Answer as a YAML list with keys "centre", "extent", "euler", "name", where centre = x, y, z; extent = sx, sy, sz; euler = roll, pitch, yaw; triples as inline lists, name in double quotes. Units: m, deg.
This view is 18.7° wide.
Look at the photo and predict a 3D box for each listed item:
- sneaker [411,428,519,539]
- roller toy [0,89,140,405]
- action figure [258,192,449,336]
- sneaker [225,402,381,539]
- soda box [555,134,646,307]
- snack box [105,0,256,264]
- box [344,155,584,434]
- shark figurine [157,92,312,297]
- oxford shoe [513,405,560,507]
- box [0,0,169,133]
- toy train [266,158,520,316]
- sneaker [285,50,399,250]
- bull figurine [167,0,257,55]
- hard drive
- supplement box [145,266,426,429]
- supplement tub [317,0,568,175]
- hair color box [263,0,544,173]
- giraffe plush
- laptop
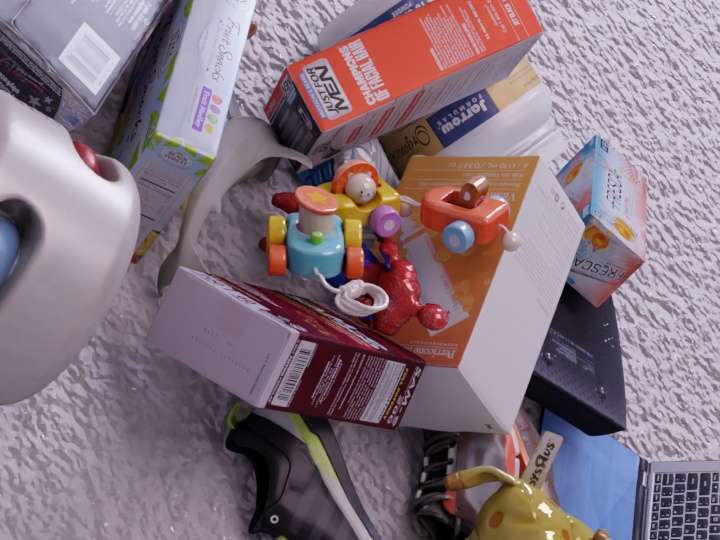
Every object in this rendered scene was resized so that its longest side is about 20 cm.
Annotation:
- centre: [0.077, 0.167, 1.713]
  extent: [0.082, 0.077, 0.201]
  euler: [-4, 68, -40]
  name: "sneaker"
- centre: [-0.243, -0.021, 1.411]
  extent: [0.140, 0.182, 0.200]
  euler: [32, 46, -27]
  name: "roller toy"
- centre: [0.000, 0.000, 1.654]
  extent: [0.052, 0.066, 0.200]
  euler: [11, 15, -40]
  name: "action figure"
- centre: [-0.042, 0.187, 1.599]
  extent: [0.083, 0.072, 0.201]
  euler: [-22, 83, -20]
  name: "sneaker"
- centre: [0.209, -0.046, 1.938]
  extent: [0.068, 0.064, 0.200]
  euler: [41, 22, -10]
  name: "soda box"
- centre: [-0.137, -0.124, 1.615]
  extent: [0.053, 0.142, 0.200]
  euler: [25, 48, -17]
  name: "snack box"
- centre: [0.077, 0.016, 1.711]
  extent: [0.098, 0.124, 0.200]
  euler: [52, 50, -43]
  name: "box"
- centre: [-0.084, -0.067, 1.640]
  extent: [0.089, 0.128, 0.215]
  euler: [11, 37, 12]
  name: "shark figurine"
- centre: [0.140, 0.186, 1.769]
  extent: [0.073, 0.071, 0.201]
  euler: [2, 64, -51]
  name: "oxford shoe"
- centre: [-0.230, -0.187, 1.586]
  extent: [0.132, 0.115, 0.200]
  euler: [45, 43, -18]
  name: "box"
- centre: [0.020, -0.039, 1.598]
  extent: [0.200, 0.150, 0.056]
  euler: [-30, 133, -48]
  name: "toy train"
- centre: [-0.006, -0.082, 1.795]
  extent: [0.087, 0.075, 0.201]
  euler: [-2, 76, -53]
  name: "sneaker"
- centre: [-0.151, -0.255, 1.751]
  extent: [0.200, 0.065, 0.122]
  euler: [38, 40, -27]
  name: "bull figurine"
- centre: [0.166, 0.044, 1.886]
  extent: [0.135, 0.042, 0.200]
  euler: [32, 36, -29]
  name: "hard drive"
- centre: [-0.049, 0.057, 1.556]
  extent: [0.109, 0.061, 0.200]
  euler: [29, 6, 29]
  name: "supplement box"
- centre: [0.072, -0.154, 1.853]
  extent: [0.200, 0.144, 0.144]
  euler: [56, 39, -2]
  name: "supplement tub"
- centre: [0.032, -0.155, 1.708]
  extent: [0.200, 0.111, 0.064]
  euler: [-27, 83, -17]
  name: "hair color box"
- centre: [0.142, 0.239, 1.602]
  extent: [0.172, 0.162, 0.201]
  euler: [5, 105, -21]
  name: "giraffe plush"
- centre: [0.253, 0.207, 1.841]
  extent: [0.116, 0.199, 0.188]
  euler: [69, 25, -46]
  name: "laptop"
